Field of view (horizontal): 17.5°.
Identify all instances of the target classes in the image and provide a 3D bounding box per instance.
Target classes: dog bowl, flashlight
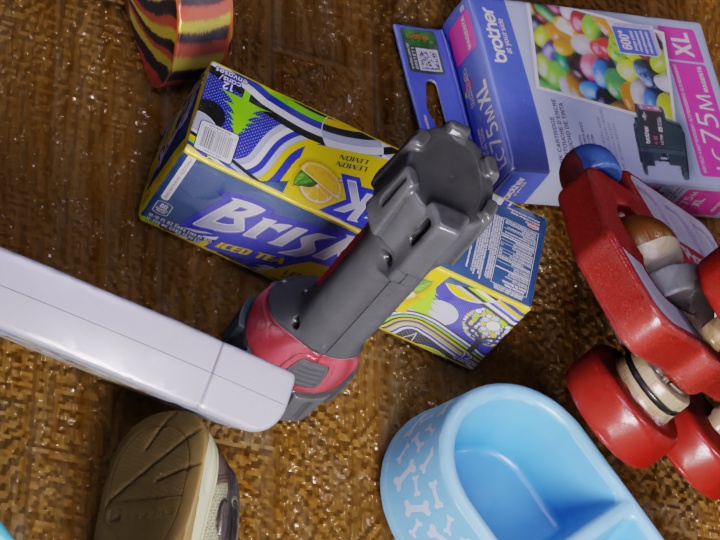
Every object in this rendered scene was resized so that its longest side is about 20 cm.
[{"bbox_3d":[0.097,0.144,1.161,0.111,0.050,0.201,-27,77,-38],"label":"dog bowl"},{"bbox_3d":[0.000,0.000,1.109,0.068,0.200,0.068,-27,75,-39],"label":"flashlight"}]

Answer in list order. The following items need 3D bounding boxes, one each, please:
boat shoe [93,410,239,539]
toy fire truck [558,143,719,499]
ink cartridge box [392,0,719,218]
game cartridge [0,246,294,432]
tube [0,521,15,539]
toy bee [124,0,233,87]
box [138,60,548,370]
[{"bbox_3d":[-0.090,0.164,1.041,0.065,0.073,0.201,41,56,-44],"label":"boat shoe"},{"bbox_3d":[0.166,0.014,1.230,0.200,0.112,0.169,26,29,-51],"label":"toy fire truck"},{"bbox_3d":[0.123,-0.095,1.343,0.199,0.042,0.120,2,60,-26],"label":"ink cartridge box"},{"bbox_3d":[-0.133,0.024,1.068,0.199,0.133,0.042,24,88,-14],"label":"game cartridge"},{"bbox_3d":[-0.224,0.072,1.039,0.077,0.050,0.201,-33,78,2],"label":"tube"},{"bbox_3d":[-0.118,-0.203,1.232,0.200,0.109,0.131,48,52,6],"label":"toy bee"},{"bbox_3d":[-0.008,-0.027,1.205,0.199,0.070,0.065,25,51,-13],"label":"box"}]
